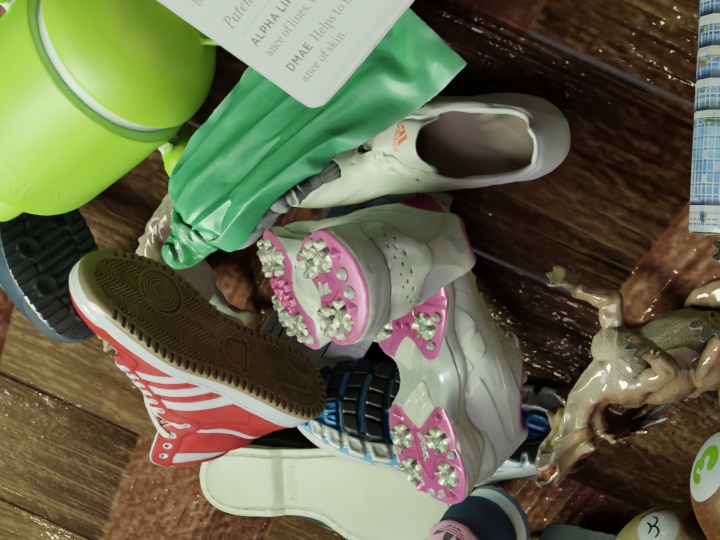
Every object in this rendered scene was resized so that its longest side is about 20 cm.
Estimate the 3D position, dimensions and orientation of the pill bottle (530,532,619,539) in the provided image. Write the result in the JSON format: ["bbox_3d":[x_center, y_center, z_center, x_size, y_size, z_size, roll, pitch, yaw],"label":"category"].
[{"bbox_3d":[0.156,0.251,1.086,0.200,0.111,0.111,-7,128,25],"label":"pill bottle"}]

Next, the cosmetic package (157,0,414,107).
[{"bbox_3d":[-0.038,-0.222,0.686,0.200,0.165,0.165,34,133,-11],"label":"cosmetic package"}]

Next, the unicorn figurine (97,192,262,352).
[{"bbox_3d":[-0.129,0.011,0.988,0.200,0.074,0.137,-27,133,22],"label":"unicorn figurine"}]

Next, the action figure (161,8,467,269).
[{"bbox_3d":[-0.044,-0.077,0.826,0.200,0.118,0.055,-46,154,9],"label":"action figure"}]

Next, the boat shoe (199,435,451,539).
[{"bbox_3d":[-0.016,0.159,1.096,0.199,0.066,0.075,1,99,19],"label":"boat shoe"}]

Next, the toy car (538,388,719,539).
[{"bbox_3d":[0.206,0.178,0.942,0.200,0.164,0.158,-19,123,19],"label":"toy car"}]

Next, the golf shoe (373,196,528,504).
[{"bbox_3d":[0.059,0.044,0.933,0.075,0.091,0.200,17,120,48],"label":"golf shoe"}]

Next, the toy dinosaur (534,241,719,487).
[{"bbox_3d":[0.195,0.058,0.924,0.200,0.086,0.136,-13,138,9],"label":"toy dinosaur"}]

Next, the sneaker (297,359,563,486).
[{"bbox_3d":[0.049,0.119,1.024,0.200,0.075,0.087,10,150,-1],"label":"sneaker"}]

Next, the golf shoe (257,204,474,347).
[{"bbox_3d":[0.000,0.000,0.854,0.200,0.091,0.075,8,117,71],"label":"golf shoe"}]

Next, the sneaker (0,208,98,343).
[{"bbox_3d":[-0.237,-0.031,0.969,0.200,0.070,0.082,58,140,6],"label":"sneaker"}]

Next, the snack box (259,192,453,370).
[{"bbox_3d":[-0.011,0.009,0.984,0.072,0.024,0.200,25,134,-4],"label":"snack box"}]

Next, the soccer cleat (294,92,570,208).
[{"bbox_3d":[0.020,-0.073,0.853,0.200,0.078,0.069,-4,97,18],"label":"soccer cleat"}]

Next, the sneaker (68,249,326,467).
[{"bbox_3d":[-0.129,0.064,0.950,0.112,0.071,0.200,-29,132,33],"label":"sneaker"}]

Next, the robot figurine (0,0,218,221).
[{"bbox_3d":[-0.166,-0.109,0.865,0.175,0.116,0.200,44,127,-18],"label":"robot figurine"}]

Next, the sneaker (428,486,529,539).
[{"bbox_3d":[0.066,0.250,1.012,0.070,0.082,0.200,13,112,35],"label":"sneaker"}]

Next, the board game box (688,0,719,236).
[{"bbox_3d":[0.262,-0.063,0.721,0.200,0.062,0.200,2,91,17],"label":"board game box"}]
